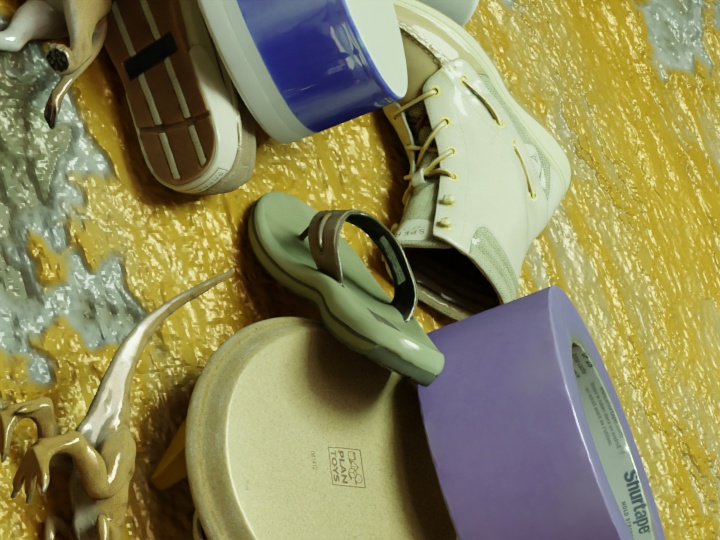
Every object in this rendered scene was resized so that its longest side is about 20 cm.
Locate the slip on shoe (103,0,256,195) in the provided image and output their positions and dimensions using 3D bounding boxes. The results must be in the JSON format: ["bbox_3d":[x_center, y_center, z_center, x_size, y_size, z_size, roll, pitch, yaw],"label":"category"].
[{"bbox_3d":[-0.106,-0.139,1.189,0.060,0.076,0.201,5,62,-59],"label":"slip on shoe"}]

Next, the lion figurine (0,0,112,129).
[{"bbox_3d":[-0.187,-0.186,1.149,0.122,0.072,0.201,-43,113,-60],"label":"lion figurine"}]

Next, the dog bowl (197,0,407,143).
[{"bbox_3d":[-0.042,-0.181,1.205,0.200,0.078,0.201,-19,90,-79],"label":"dog bowl"}]

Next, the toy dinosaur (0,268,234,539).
[{"bbox_3d":[-0.132,0.088,1.034,0.106,0.060,0.201,17,76,-44],"label":"toy dinosaur"}]

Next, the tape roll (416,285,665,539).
[{"bbox_3d":[0.107,0.116,1.176,0.200,0.085,0.201,-22,90,-78],"label":"tape roll"}]

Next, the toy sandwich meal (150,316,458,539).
[{"bbox_3d":[-0.026,0.115,1.123,0.204,0.070,0.206,21,55,-33],"label":"toy sandwich meal"}]

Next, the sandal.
[{"bbox_3d":[0.001,0.001,1.161,0.079,0.058,0.201,20,14,-33],"label":"sandal"}]

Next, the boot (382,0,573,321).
[{"bbox_3d":[0.043,-0.070,1.303,0.200,0.072,0.155,44,45,-18],"label":"boot"}]

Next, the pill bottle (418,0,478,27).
[{"bbox_3d":[0.057,-0.250,1.391,0.113,0.113,0.201,42,42,-19],"label":"pill bottle"}]
